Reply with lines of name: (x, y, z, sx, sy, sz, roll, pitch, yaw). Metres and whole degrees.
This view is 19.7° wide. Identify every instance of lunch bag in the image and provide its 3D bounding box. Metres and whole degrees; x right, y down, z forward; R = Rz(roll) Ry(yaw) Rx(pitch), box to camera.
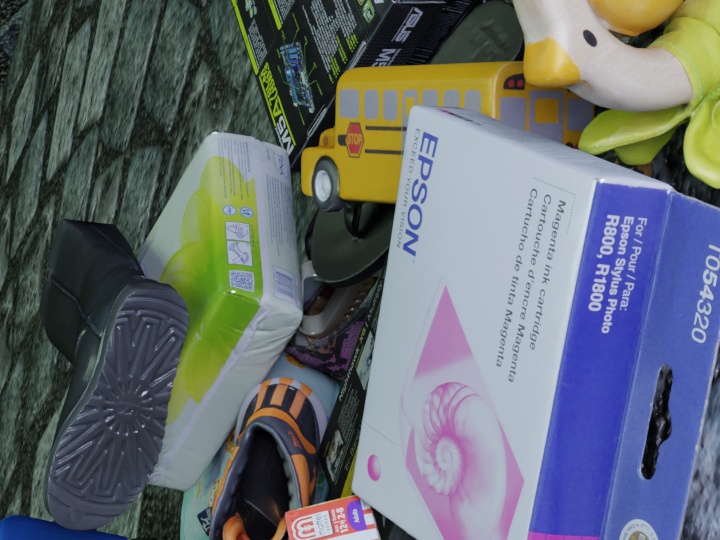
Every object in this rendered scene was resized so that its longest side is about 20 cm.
lunch bag: (-0.074, 0.111, 1.447, 0.160, 0.077, 0.202, 144, 137, -62)

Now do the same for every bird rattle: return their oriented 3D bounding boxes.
bird rattle: (0.135, -0.138, 0.890, 0.112, 0.162, 0.202, 12, 99, 54)

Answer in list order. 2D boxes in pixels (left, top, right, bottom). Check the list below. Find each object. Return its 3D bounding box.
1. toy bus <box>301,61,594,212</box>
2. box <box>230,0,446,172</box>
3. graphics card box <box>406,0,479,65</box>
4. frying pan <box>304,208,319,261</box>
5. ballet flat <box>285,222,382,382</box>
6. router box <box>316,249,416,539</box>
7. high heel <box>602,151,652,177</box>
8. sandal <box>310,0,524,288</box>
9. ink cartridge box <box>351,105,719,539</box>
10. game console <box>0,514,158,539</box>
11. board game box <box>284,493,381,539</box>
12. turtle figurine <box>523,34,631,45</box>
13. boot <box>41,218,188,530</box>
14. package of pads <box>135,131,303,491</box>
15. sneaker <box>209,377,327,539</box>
toy bus: (0.040, -0.068, 1.089, 0.200, 0.065, 0.079, 8, 99, 61)
box: (-0.027, -0.199, 1.364, 0.193, 0.047, 0.201, -57, 46, 53)
graphics card box: (0.054, -0.226, 1.336, 0.200, 0.050, 0.126, 129, 148, -55)
frying pan: (0.007, -0.063, 1.351, 0.115, 0.031, 0.190, -63, 6, -29)
ballet flat: (0.000, 0.000, 1.313, 0.200, 0.071, 0.070, 122, 152, -44)
router box: (0.041, 0.063, 1.178, 0.157, 0.052, 0.201, -115, 41, -63)
high heel: (0.120, 0.047, 0.985, 0.142, 0.071, 0.201, 37, 101, 45)
sandal: (0.025, -0.080, 1.234, 0.201, 0.045, 0.075, -54, 47, 13)
ink cartridge box: (0.073, 0.043, 0.927, 0.200, 0.043, 0.198, 28, 113, 55)
game console: (-0.206, 0.305, 1.555, 0.171, 0.117, 0.201, 79, -169, -58)
board game box: (0.012, 0.235, 1.020, 0.152, 0.046, 0.201, -106, 4, -56)
turtle figurine: (0.100, -0.130, 1.110, 0.200, 0.064, 0.163, 35, 122, 54)
boot: (-0.180, 0.062, 1.354, 0.166, 0.065, 0.200, -66, 27, 4)
package of pads: (-0.105, 0.025, 1.375, 0.200, 0.068, 0.155, -55, 30, 40)
sneaker: (-0.065, 0.175, 1.293, 0.112, 0.077, 0.202, -64, -24, -71)
